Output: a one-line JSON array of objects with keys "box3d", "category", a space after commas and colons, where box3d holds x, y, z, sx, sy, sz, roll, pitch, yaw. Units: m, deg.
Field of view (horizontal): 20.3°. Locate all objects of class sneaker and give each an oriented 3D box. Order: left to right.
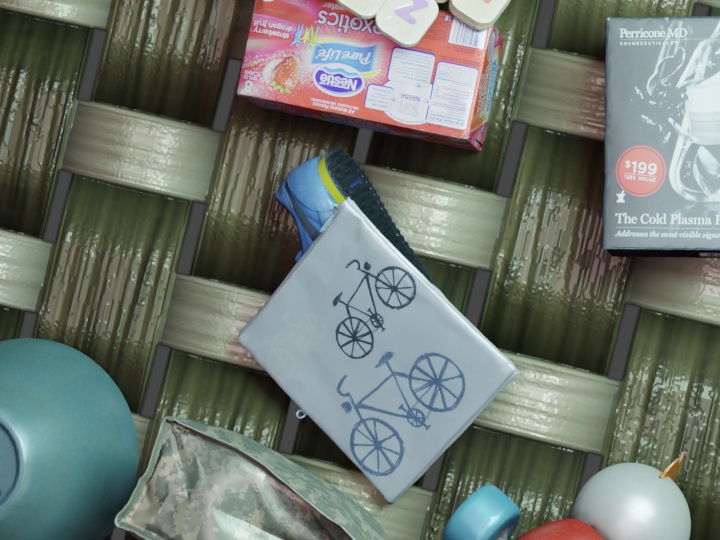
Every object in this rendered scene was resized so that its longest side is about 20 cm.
[{"box3d": [0.000, 0.000, 1.665, 0.078, 0.066, 0.201, -34, 85, 28], "category": "sneaker"}]

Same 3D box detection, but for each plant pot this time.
[{"box3d": [-0.299, 0.156, 1.674, 0.198, 0.135, 0.202, 0, 87, 11], "category": "plant pot"}]

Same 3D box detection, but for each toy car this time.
[{"box3d": [0.195, 0.225, 1.589, 0.200, 0.177, 0.184, -40, 66, -21], "category": "toy car"}]

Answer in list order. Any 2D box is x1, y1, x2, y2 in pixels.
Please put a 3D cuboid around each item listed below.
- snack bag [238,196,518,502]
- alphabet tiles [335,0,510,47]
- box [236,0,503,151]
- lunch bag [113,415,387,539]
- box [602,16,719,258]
[{"box3d": [0.008, 0.067, 1.633, 0.200, 0.021, 0.189, 45, 126, 7], "category": "snack bag"}, {"box3d": [0.043, -0.278, 1.600, 0.199, 0.015, 0.196, 34, 67, 6], "category": "alphabet tiles"}, {"box3d": [0.009, -0.167, 1.645, 0.198, 0.095, 0.101, 12, 89, 10], "category": "box"}, {"box3d": [-0.073, 0.208, 1.613, 0.199, 0.164, 0.118, 25, 87, 11], "category": "lunch bag"}, {"box3d": [0.291, -0.103, 1.586, 0.198, 0.104, 0.184, 0, 87, 10], "category": "box"}]
